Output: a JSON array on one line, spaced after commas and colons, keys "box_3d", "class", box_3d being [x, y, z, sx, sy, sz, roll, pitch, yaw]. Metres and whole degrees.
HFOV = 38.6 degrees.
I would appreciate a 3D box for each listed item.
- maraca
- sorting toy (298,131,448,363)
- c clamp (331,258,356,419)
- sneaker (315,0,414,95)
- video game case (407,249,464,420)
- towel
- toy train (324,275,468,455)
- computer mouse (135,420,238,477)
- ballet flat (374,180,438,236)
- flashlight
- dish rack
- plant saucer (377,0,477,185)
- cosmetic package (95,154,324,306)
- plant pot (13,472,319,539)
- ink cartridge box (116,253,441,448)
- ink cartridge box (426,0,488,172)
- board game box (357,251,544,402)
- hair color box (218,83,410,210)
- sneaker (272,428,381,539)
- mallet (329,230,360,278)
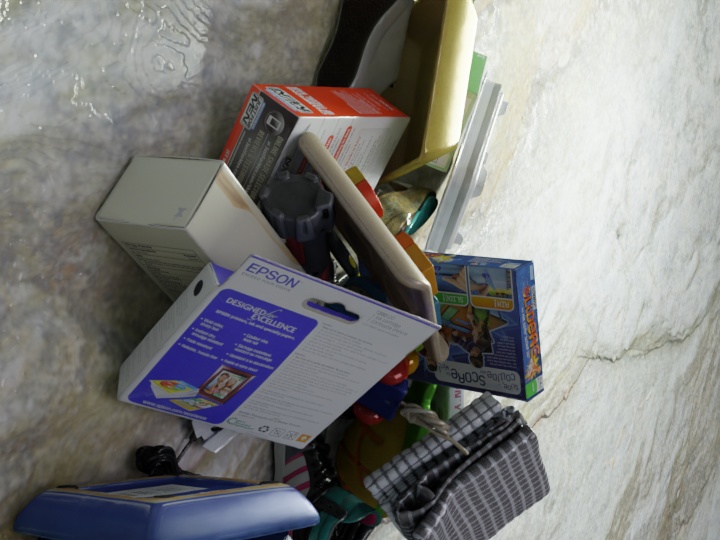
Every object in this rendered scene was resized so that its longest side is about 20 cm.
[{"box_3d": [0.037, 0.196, 1.131, 0.137, 0.107, 0.200, -88, -159, -45], "class": "maraca"}, {"box_3d": [0.021, -0.020, 0.942, 0.036, 0.185, 0.200, -34, 154, -4], "class": "sorting toy"}, {"box_3d": [-0.021, 0.078, 1.146, 0.171, 0.027, 0.201, -29, 118, -59], "class": "c clamp"}, {"box_3d": [0.017, -0.252, 1.115, 0.201, 0.073, 0.085, -64, 147, -12], "class": "sneaker"}, {"box_3d": [0.080, 0.073, 1.181, 0.023, 0.200, 0.183, -2, 99, -13], "class": "video game case"}, {"box_3d": [0.108, 0.224, 1.047, 0.165, 0.086, 0.200, -34, 149, -6], "class": "towel"}, {"box_3d": [0.039, 0.091, 1.008, 0.116, 0.200, 0.085, -52, 169, -43], "class": "toy train"}, {"box_3d": [-0.127, 0.128, 0.957, 0.200, 0.044, 0.110, -61, 141, -33], "class": "computer mouse"}, {"box_3d": [0.042, -0.072, 1.178, 0.200, 0.070, 0.071, -39, 129, -72], "class": "ballet flat"}, {"box_3d": [-0.060, -0.027, 0.950, 0.068, 0.068, 0.200, -37, 161, -12], "class": "flashlight"}, {"box_3d": [0.132, -0.124, 1.254, 0.172, 0.043, 0.200, 104, 5, -54], "class": "dish rack"}, {"box_3d": [0.069, -0.193, 1.100, 0.048, 0.200, 0.201, 12, 84, -15], "class": "plant saucer"}, {"box_3d": [-0.122, -0.008, 0.886, 0.071, 0.105, 0.200, -65, 145, -26], "class": "cosmetic package"}, {"box_3d": [-0.149, 0.254, 0.785, 0.200, 0.199, 0.181, 5, 83, -49], "class": "plant pot"}, {"box_3d": [-0.069, 0.064, 0.861, 0.198, 0.200, 0.044, 23, 38, -35], "class": "ink cartridge box"}, {"box_3d": [0.122, -0.232, 1.186, 0.146, 0.048, 0.201, -70, -178, -59], "class": "ink cartridge box"}, {"box_3d": [0.088, 0.051, 1.046, 0.034, 0.199, 0.136, -23, 112, -45], "class": "board game box"}, {"box_3d": [-0.045, -0.117, 0.995, 0.200, 0.064, 0.111, -14, 137, -58], "class": "hair color box"}, {"box_3d": [-0.033, 0.220, 1.049, 0.084, 0.120, 0.201, 20, 78, -58], "class": "sneaker"}, {"box_3d": [0.000, 0.000, 1.117, 0.066, 0.041, 0.200, -62, 139, -37], "class": "mallet"}]
